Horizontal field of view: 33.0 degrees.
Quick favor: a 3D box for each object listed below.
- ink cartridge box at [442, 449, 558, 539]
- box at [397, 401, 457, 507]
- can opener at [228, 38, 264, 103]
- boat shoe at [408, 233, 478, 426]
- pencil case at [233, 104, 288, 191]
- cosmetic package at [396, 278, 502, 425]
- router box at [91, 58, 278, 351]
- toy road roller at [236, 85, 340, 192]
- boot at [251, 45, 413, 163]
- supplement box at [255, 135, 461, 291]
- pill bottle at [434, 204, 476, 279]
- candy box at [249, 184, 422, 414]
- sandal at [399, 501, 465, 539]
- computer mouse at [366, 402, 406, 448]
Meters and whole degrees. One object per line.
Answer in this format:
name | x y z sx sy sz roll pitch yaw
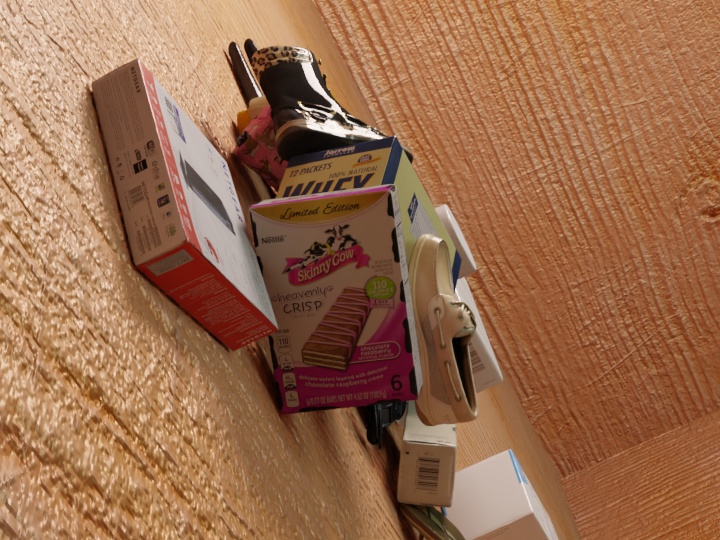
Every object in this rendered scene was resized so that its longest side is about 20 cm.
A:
ink cartridge box | 0.213 0.386 1.770 0.200 0.125 0.129 58 11 -37
box | 0.085 0.228 1.530 0.200 0.068 0.083 -62 157 -80
can opener | -0.134 -0.237 1.713 0.063 0.079 0.201 -23 84 -43
boat shoe | 0.091 0.059 1.261 0.072 0.065 0.201 21 64 -60
pencil case | -0.059 -0.111 1.469 0.200 0.083 0.087 42 9 -6
cosmetic package | 0.076 0.071 1.699 0.168 0.166 0.200 56 12 -46
router box | -0.151 -0.054 1.055 0.180 0.049 0.201 51 16 -58
toy road roller | -0.068 -0.132 1.576 0.200 0.122 0.147 54 25 -54
boot | -0.036 -0.183 1.434 0.199 0.073 0.151 7 47 -40
supplement box | 0.000 0.000 1.322 0.200 0.134 0.200 58 34 -38
pill bottle | 0.040 0.000 1.562 0.113 0.199 0.113 62 9 -18
candy box | -0.021 0.027 1.146 0.061 0.136 0.201 -54 136 -79
sandal | 0.109 0.352 1.443 0.200 0.054 0.080 48 10 11
computer mouse | 0.023 0.130 1.517 0.200 0.046 0.141 -35 126 -76
